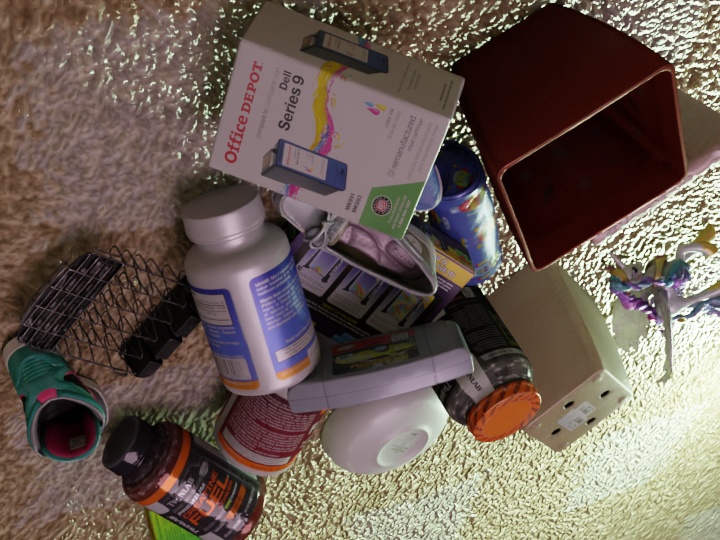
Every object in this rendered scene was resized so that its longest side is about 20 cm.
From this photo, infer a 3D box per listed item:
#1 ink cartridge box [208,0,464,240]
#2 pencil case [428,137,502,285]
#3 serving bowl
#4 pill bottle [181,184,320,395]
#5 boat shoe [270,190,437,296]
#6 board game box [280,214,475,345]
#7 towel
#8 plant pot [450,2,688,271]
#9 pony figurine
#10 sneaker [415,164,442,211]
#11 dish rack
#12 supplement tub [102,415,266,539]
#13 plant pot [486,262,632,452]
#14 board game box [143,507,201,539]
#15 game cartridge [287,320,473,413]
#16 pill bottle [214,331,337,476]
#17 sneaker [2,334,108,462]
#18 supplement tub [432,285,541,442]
[{"bbox_3d":[-0.025,-0.136,1.071,0.199,0.088,0.146,22,128,0],"label":"ink cartridge box"},{"bbox_3d":[0.113,-0.063,1.356,0.078,0.086,0.200,-54,151,-20],"label":"pencil case"},{"bbox_3d":[0.046,0.229,1.667,0.199,0.066,0.201,-21,143,-17],"label":"serving bowl"},{"bbox_3d":[-0.117,0.018,1.206,0.111,0.112,0.201,-21,115,-14],"label":"pill bottle"},{"bbox_3d":[-0.002,-0.038,1.205,0.201,0.065,0.074,33,113,-24],"label":"boat shoe"},{"bbox_3d":[0.000,0.000,1.303,0.199,0.057,0.165,31,113,-24],"label":"board game box"},{"bbox_3d":[0.322,-0.125,1.353,0.200,0.191,0.032,-36,114,8],"label":"towel"},{"bbox_3d":[0.204,-0.157,1.226,0.199,0.177,0.200,-32,146,0],"label":"plant pot"},{"bbox_3d":[0.442,0.042,1.692,0.199,0.166,0.194,-16,110,-15],"label":"pony figurine"},{"bbox_3d":[0.029,-0.122,1.192,0.076,0.077,0.200,-36,131,5],"label":"sneaker"},{"bbox_3d":[-0.257,0.039,1.225,0.154,0.055,0.199,-47,140,18],"label":"dish rack"},{"bbox_3d":[-0.218,0.256,1.434,0.200,0.107,0.107,37,109,-28],"label":"supplement tub"},{"bbox_3d":[0.259,0.130,1.611,0.200,0.177,0.200,-40,144,11],"label":"plant pot"},{"bbox_3d":[-0.239,0.328,1.587,0.101,0.048,0.201,-19,142,-17],"label":"board game box"},{"bbox_3d":[0.019,0.103,1.260,0.199,0.133,0.041,-13,106,0],"label":"game cartridge"},{"bbox_3d":[-0.093,0.146,1.421,0.114,0.114,0.201,0,134,-37],"label":"pill bottle"},{"bbox_3d":[-0.313,0.161,1.267,0.083,0.121,0.200,-29,145,-4],"label":"sneaker"},{"bbox_3d":[0.137,0.110,1.475,0.122,0.200,0.123,-20,143,-16],"label":"supplement tub"}]
